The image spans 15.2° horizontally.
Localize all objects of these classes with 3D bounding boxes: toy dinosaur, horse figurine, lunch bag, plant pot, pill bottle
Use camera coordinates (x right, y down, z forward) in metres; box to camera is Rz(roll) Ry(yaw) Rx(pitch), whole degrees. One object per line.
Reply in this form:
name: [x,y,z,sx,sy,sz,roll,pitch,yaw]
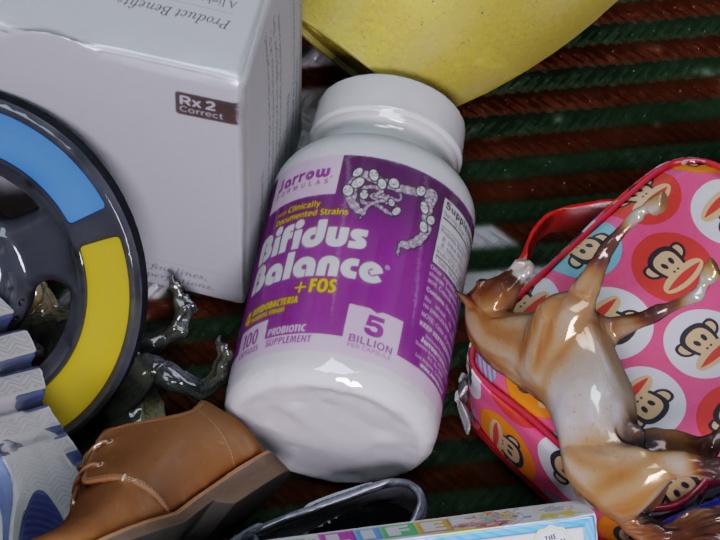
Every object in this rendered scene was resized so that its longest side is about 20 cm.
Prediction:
toy dinosaur: [-0.114,0.054,1.415,0.088,0.047,0.200,-36,65,-5]
horse figurine: [0.131,0.061,1.307,0.132,0.050,0.201,-34,69,21]
lunch bag: [0.151,0.036,1.409,0.200,0.082,0.176,-39,65,-22]
plant pot: [0.036,-0.170,1.493,0.200,0.200,0.142,37,88,20]
pill bottle: [0.000,0.000,1.411,0.112,0.112,0.201,8,58,4]

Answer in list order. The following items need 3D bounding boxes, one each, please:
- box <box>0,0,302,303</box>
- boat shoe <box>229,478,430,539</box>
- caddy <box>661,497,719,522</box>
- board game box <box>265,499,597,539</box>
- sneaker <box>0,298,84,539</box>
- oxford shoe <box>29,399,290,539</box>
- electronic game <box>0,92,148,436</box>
box: [-0.138,-0.106,1.425,0.198,0.200,0.131,13,56,7]
boat shoe: [-0.053,0.162,1.331,0.199,0.068,0.072,-23,60,-12]
caddy: [0.215,0.182,1.307,0.199,0.105,0.141,-19,37,-12]
board game box: [0.019,0.190,1.291,0.199,0.034,0.135,-6,98,-6]
sneaker: [-0.193,0.117,1.344,0.080,0.115,0.200,-8,68,-47]
oxford shoe: [-0.118,0.114,1.289,0.071,0.071,0.200,49,32,10]
electronic game: [-0.205,0.003,1.376,0.199,0.201,0.042,15,20,8]
